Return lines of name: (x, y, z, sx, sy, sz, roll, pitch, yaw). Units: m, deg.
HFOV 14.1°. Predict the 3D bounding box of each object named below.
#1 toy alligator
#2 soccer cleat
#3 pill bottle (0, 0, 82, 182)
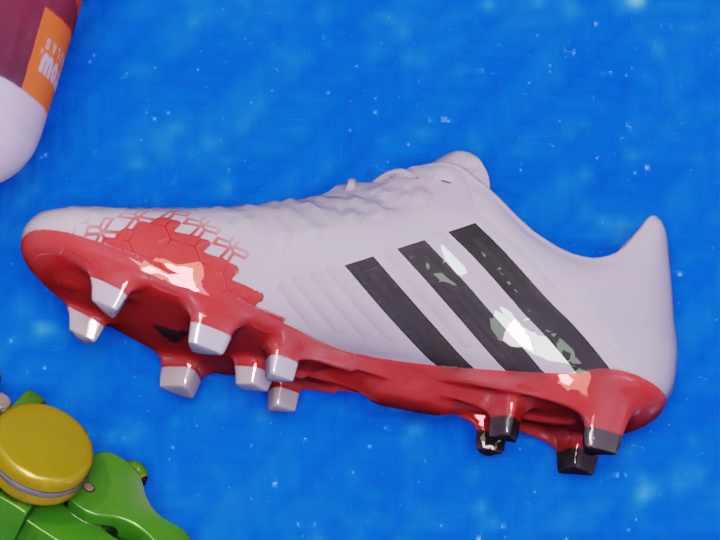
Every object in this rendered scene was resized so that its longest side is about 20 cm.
toy alligator: (-0.090, 0.065, 0.846, 0.200, 0.059, 0.054, 27, 39, -3)
soccer cleat: (0.000, 0.000, 0.861, 0.199, 0.069, 0.085, 14, 72, -8)
pill bottle: (-0.132, -0.090, 0.831, 0.109, 0.110, 0.201, 16, 80, -5)
